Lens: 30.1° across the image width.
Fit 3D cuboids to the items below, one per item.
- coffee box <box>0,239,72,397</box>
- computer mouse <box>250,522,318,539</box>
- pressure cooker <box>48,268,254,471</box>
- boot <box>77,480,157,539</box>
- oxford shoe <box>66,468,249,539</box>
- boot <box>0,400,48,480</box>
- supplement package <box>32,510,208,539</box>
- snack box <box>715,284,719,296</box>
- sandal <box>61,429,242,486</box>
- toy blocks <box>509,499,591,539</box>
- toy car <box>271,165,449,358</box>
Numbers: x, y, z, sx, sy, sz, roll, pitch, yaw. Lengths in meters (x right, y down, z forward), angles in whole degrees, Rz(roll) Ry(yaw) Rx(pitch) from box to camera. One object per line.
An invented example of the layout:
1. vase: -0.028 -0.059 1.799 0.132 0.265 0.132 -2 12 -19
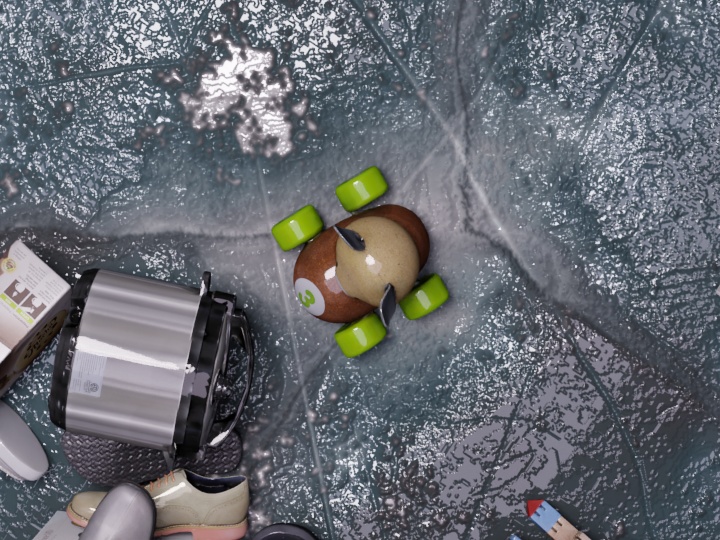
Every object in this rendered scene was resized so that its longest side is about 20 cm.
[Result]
1. coffee box: -0.391 0.078 1.389 0.080 0.113 0.200 39 73 4
2. computer mouse: -0.064 0.360 1.492 0.137 0.053 0.202 -24 107 5
3. pressure cooker: -0.210 0.100 1.389 0.197 0.180 0.177 11 139 -3
4. boot: -0.267 0.306 1.293 0.069 0.132 0.202 28 92 1
5. oxford shoe: -0.217 0.245 1.449 0.198 0.071 0.075 4 108 -18
6. boot: -0.439 0.179 1.467 0.200 0.074 0.096 44 102 4
7. supplement package: -0.254 0.361 1.439 0.197 0.152 0.153 7 96 0
8. snack box: 0.490 0.044 1.454 0.199 0.024 0.072 30 95 -3
9. sandal: -0.230 0.196 1.479 0.197 0.045 0.076 2 103 -14
10. toy blocks: 0.196 0.347 1.460 0.136 0.100 0.200 40 84 5
11. toy car: 0.000 0.000 1.366 0.157 0.200 0.165 -31 96 4
